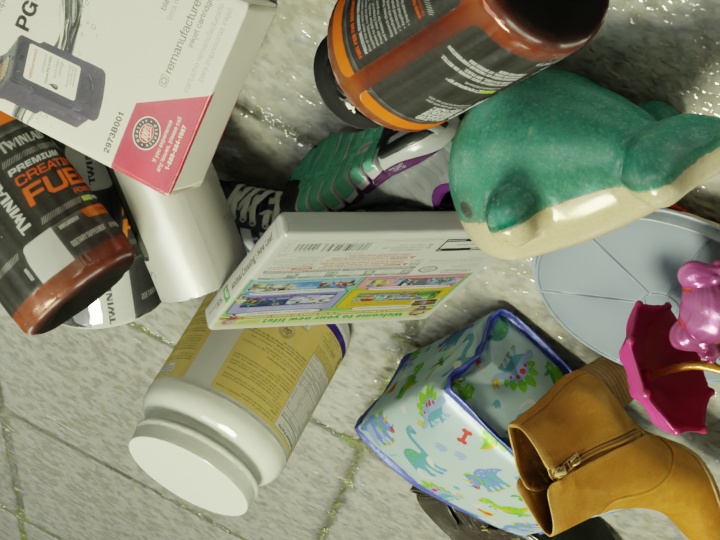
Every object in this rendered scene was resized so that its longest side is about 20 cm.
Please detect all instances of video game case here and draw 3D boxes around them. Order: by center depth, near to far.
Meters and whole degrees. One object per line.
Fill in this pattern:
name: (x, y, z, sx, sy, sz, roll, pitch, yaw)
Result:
video game case: (0.000, 0.000, 1.077, 0.199, 0.022, 0.182, -2, 158, -26)

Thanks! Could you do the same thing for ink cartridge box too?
ink cartridge box: (-0.182, -0.163, 0.977, 0.199, 0.146, 0.084, 27, -167, 6)

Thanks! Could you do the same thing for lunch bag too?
lunch bag: (0.126, 0.148, 1.217, 0.200, 0.128, 0.170, 45, 149, -7)

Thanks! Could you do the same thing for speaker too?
speaker: (-0.154, -0.078, 1.090, 0.081, 0.081, 0.201, -2, 115, 44)

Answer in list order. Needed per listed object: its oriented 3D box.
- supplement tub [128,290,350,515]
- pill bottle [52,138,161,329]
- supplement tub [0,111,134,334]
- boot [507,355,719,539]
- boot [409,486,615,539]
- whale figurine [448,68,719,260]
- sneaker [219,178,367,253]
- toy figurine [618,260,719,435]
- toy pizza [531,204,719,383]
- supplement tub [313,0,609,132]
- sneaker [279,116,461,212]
supplement tub: (-0.111, 0.107, 1.289, 0.145, 0.201, 0.146, 22, 151, 13)
pill bottle: (-0.228, -0.061, 1.180, 0.106, 0.106, 0.201, 11, 118, 30)
supplement tub: (-0.270, -0.058, 1.065, 0.200, 0.107, 0.107, 52, 150, 2)
boot: (0.201, 0.174, 1.114, 0.202, 0.144, 0.071, 61, 153, -10)
boot: (0.161, 0.272, 1.453, 0.200, 0.069, 0.174, 43, 152, -7)
whale figurine: (0.132, -0.075, 0.850, 0.200, 0.159, 0.104, -3, 116, 63)
sneaker: (-0.074, -0.044, 1.154, 0.199, 0.070, 0.109, 27, 152, -2)
toy figurine: (0.262, 0.051, 0.908, 0.183, 0.150, 0.201, 13, 119, 18)
toy pizza: (0.222, 0.014, 1.013, 0.199, 0.032, 0.201, 19, 148, 12)
supplement tub: (0.049, -0.148, 0.841, 0.107, 0.107, 0.200, 40, 149, -18)
sneaker: (0.019, -0.062, 1.043, 0.087, 0.075, 0.199, 37, 150, -24)
